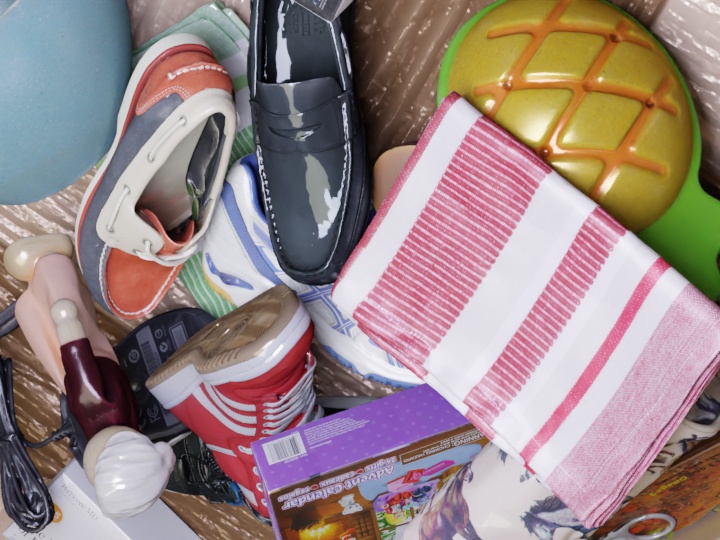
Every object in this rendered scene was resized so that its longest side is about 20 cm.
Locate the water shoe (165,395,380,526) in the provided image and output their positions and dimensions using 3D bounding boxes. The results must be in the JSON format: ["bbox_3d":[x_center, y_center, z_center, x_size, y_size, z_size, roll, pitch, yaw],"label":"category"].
[{"bbox_3d":[-0.060,0.115,1.762,0.199,0.079,0.072,-7,113,29],"label":"water shoe"}]

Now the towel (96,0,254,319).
[{"bbox_3d":[-0.077,-0.049,1.712,0.152,0.023,0.200,-29,102,36],"label":"towel"}]

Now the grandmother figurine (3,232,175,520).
[{"bbox_3d":[-0.157,0.070,1.692,0.060,0.200,0.121,-33,134,7],"label":"grandmother figurine"}]

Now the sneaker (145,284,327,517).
[{"bbox_3d":[-0.047,0.077,1.634,0.113,0.071,0.200,49,159,-6],"label":"sneaker"}]

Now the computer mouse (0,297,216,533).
[{"bbox_3d":[-0.159,0.062,1.797,0.200,0.046,0.141,-35,69,26],"label":"computer mouse"}]

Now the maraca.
[{"bbox_3d":[0.121,-0.061,1.534,0.200,0.137,0.107,62,170,14],"label":"maraca"}]

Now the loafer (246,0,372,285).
[{"bbox_3d":[-0.034,-0.092,1.589,0.068,0.070,0.201,-3,87,21],"label":"loafer"}]

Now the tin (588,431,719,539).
[{"bbox_3d":[0.207,0.110,1.617,0.200,0.042,0.112,-30,139,32],"label":"tin"}]

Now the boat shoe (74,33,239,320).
[{"bbox_3d":[-0.113,-0.041,1.641,0.063,0.071,0.200,58,142,36],"label":"boat shoe"}]

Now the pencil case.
[{"bbox_3d":[0.115,0.111,1.568,0.089,0.078,0.200,31,119,-24],"label":"pencil case"}]

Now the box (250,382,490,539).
[{"bbox_3d":[0.045,0.117,1.640,0.199,0.039,0.137,-19,143,-5],"label":"box"}]

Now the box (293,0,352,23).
[{"bbox_3d":[-0.066,-0.230,1.548,0.200,0.117,0.060,32,129,4],"label":"box"}]

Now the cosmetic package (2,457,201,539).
[{"bbox_3d":[-0.132,0.209,1.869,0.200,0.051,0.083,44,126,-3],"label":"cosmetic package"}]

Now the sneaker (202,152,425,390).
[{"bbox_3d":[0.000,0.000,1.640,0.199,0.075,0.088,22,125,15],"label":"sneaker"}]

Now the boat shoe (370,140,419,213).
[{"bbox_3d":[0.101,-0.015,1.614,0.200,0.070,0.071,30,114,10],"label":"boat shoe"}]

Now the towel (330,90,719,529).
[{"bbox_3d":[0.087,0.021,1.498,0.200,0.023,0.144,41,119,16],"label":"towel"}]

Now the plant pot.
[{"bbox_3d":[-0.209,-0.117,1.648,0.200,0.200,0.135,-13,129,31],"label":"plant pot"}]
